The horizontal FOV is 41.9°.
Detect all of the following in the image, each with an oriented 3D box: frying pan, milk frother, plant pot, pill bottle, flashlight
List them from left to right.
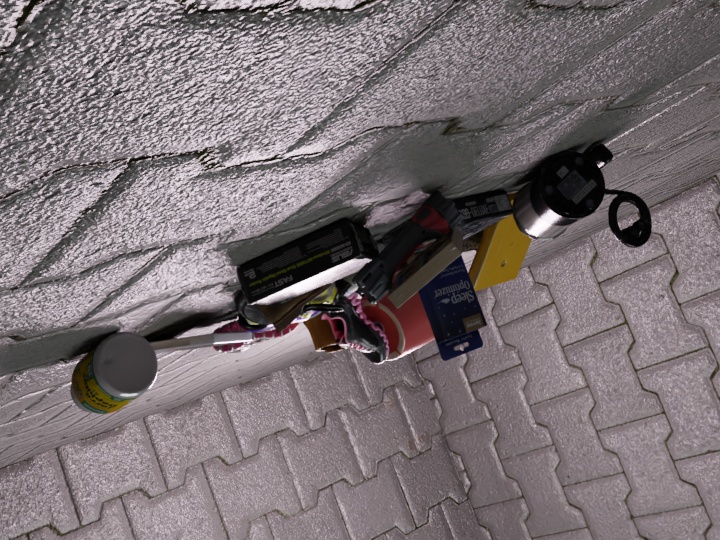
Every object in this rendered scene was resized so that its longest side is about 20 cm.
[{"bbox_3d":[-0.435,0.185,1.627,0.112,0.114,0.199,-16,171,-37],"label":"pill bottle"},{"bbox_3d":[-0.136,0.075,1.676,0.188,0.031,0.115,22,138,-23],"label":"frying pan"},{"bbox_3d":[0.087,0.088,2.006,0.177,0.202,0.200,-33,-178,-43],"label":"plant pot"},{"bbox_3d":[0.074,-0.033,1.471,0.200,0.068,0.068,-48,-178,-13],"label":"flashlight"},{"bbox_3d":[0.394,-0.104,1.675,0.179,0.202,0.188,-25,173,-8],"label":"milk frother"}]

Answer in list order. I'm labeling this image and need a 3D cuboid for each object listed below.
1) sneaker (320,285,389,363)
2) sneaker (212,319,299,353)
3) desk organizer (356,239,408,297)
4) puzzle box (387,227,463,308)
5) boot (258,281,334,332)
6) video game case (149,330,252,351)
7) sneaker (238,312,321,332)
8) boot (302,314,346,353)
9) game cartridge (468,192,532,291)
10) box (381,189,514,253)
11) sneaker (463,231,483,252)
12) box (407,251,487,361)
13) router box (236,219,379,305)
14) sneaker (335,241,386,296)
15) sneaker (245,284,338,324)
[{"bbox_3d":[-0.016,0.128,1.905,0.078,0.201,0.096,-10,-144,42],"label":"sneaker"},{"bbox_3d":[-0.225,0.123,1.973,0.198,0.075,0.087,-20,178,-20],"label":"sneaker"},{"bbox_3d":[0.033,-0.004,1.821,0.076,0.073,0.200,-15,169,-31],"label":"desk organizer"},{"bbox_3d":[0.107,-0.010,1.503,0.133,0.025,0.200,-41,-177,11],"label":"puzzle box"},{"bbox_3d":[-0.091,0.011,1.591,0.200,0.076,0.074,-43,-173,3],"label":"boot"},{"bbox_3d":[-0.326,0.139,1.808,0.180,0.023,0.200,-9,175,13],"label":"video game case"},{"bbox_3d":[-0.149,0.071,1.823,0.198,0.070,0.099,-24,170,10],"label":"sneaker"},{"bbox_3d":[-0.055,0.096,1.978,0.070,0.146,0.200,-26,172,35],"label":"boot"},{"bbox_3d":[0.291,-0.063,1.873,0.175,0.032,0.202,-13,127,-50],"label":"game cartridge"},{"bbox_3d":[0.161,-0.083,1.711,0.199,0.050,0.157,-15,170,-43],"label":"box"},{"bbox_3d":[0.244,-0.068,1.898,0.198,0.090,0.077,-20,173,-12],"label":"sneaker"},{"bbox_3d":[0.166,0.056,1.742,0.120,0.202,0.032,-15,173,-41],"label":"box"},{"bbox_3d":[-0.079,-0.009,1.486,0.198,0.063,0.150,-24,173,11],"label":"router box"},{"bbox_3d":[0.000,0.000,1.738,0.072,0.073,0.200,-7,168,-23],"label":"sneaker"},{"bbox_3d":[-0.129,0.064,1.724,0.198,0.077,0.076,-24,-154,30],"label":"sneaker"}]
